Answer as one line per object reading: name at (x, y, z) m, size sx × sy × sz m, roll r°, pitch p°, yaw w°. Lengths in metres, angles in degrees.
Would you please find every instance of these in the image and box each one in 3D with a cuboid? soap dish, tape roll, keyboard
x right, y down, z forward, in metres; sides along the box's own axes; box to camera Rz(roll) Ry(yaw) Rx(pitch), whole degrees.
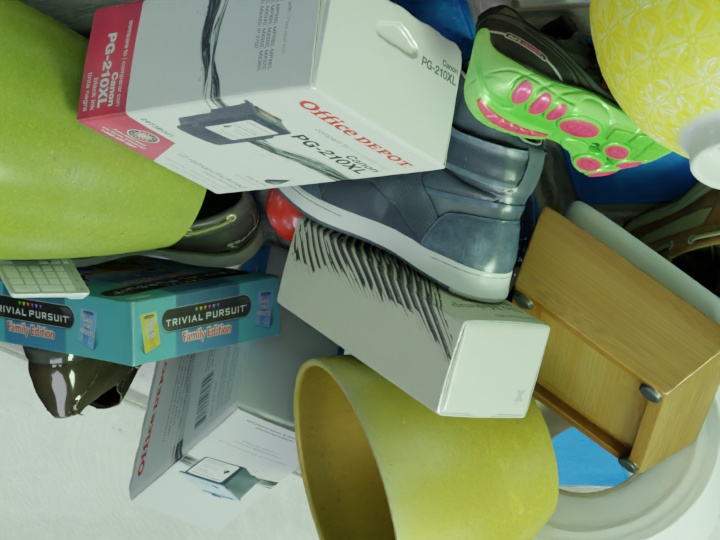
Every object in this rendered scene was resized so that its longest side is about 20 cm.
soap dish at (0.172, 0.052, 1.672) m, size 0.157 × 0.081 × 0.200 m, roll 36°, pitch 161°, yaw 14°
tape roll at (0.172, 0.138, 1.797) m, size 0.201 × 0.203 × 0.071 m, roll 2°, pitch 145°, yaw 14°
keyboard at (-0.245, -0.033, 1.689) m, size 0.056 × 0.200 × 0.011 m, roll 6°, pitch 117°, yaw -29°

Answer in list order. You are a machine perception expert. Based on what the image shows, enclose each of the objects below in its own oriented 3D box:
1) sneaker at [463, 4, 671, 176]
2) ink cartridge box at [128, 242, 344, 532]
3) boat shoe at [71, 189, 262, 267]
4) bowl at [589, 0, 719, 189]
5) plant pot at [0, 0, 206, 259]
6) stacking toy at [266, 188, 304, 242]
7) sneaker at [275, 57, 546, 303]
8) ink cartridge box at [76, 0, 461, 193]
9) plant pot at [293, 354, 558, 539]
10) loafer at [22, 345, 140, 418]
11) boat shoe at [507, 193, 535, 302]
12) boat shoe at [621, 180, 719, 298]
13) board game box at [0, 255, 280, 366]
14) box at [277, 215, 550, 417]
sneaker at (0.141, -0.117, 1.541) m, size 0.076 × 0.084 × 0.200 m, roll -16°, pitch 155°, yaw 34°
ink cartridge box at (-0.092, 0.093, 1.857) m, size 0.085 × 0.147 × 0.200 m, roll 21°, pitch 146°, yaw -18°
boat shoe at (-0.172, -0.044, 1.749) m, size 0.200 × 0.072 × 0.060 m, roll 2°, pitch 144°, yaw 4°
bowl at (0.237, -0.111, 1.448) m, size 0.199 × 0.108 × 0.200 m, roll 2°, pitch 157°, yaw 1°
plant pot at (-0.208, -0.084, 1.628) m, size 0.199 × 0.188 × 0.187 m, roll 14°, pitch 150°, yaw -32°
stacking toy at (0.000, 0.000, 1.758) m, size 0.085 × 0.086 × 0.200 m, roll -12°, pitch 135°, yaw 31°
sneaker at (0.036, -0.084, 1.610) m, size 0.202 × 0.147 × 0.077 m, roll 26°, pitch -159°, yaw 31°
ink cartridge box at (-0.057, -0.117, 1.538) m, size 0.199 × 0.085 × 0.144 m, roll -5°, pitch 159°, yaw 38°
plant pot at (0.054, 0.142, 1.683) m, size 0.141 × 0.201 × 0.200 m, roll -14°, pitch 152°, yaw -18°
loafer at (-0.203, 0.069, 1.842) m, size 0.073 × 0.072 × 0.200 m, roll 4°, pitch -171°, yaw 20°
boat shoe at (0.082, -0.010, 1.710) m, size 0.072 × 0.073 × 0.201 m, roll 16°, pitch 128°, yaw 3°
boat shoe at (0.225, -0.004, 1.679) m, size 0.075 × 0.074 × 0.200 m, roll 22°, pitch 145°, yaw -15°
board game box at (-0.181, 0.023, 1.747) m, size 0.199 × 0.047 × 0.151 m, roll 7°, pitch -168°, yaw 39°
box at (0.032, 0.029, 1.625) m, size 0.082 × 0.069 × 0.200 m, roll 4°, pitch -162°, yaw -39°
